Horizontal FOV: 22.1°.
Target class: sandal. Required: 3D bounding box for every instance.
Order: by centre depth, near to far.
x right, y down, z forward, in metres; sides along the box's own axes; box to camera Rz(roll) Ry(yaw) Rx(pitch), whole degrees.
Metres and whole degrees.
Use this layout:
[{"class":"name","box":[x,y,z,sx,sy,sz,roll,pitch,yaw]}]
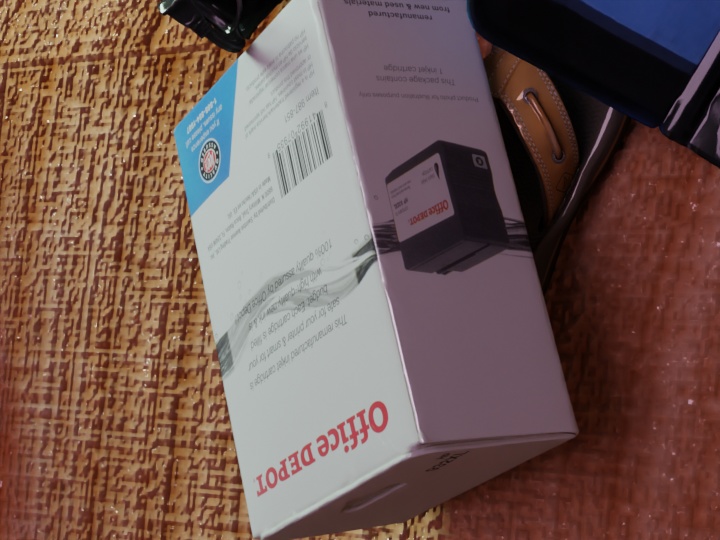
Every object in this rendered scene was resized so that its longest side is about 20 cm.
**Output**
[{"class":"sandal","box":[0.064,-0.056,0.810,0.082,0.055,0.200,31,102,38]}]

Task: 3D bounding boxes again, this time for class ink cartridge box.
[{"class":"ink cartridge box","box":[0.000,0.000,0.790,0.145,0.084,0.201,-37,60,52]}]

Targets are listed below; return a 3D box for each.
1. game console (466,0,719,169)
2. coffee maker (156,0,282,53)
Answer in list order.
[{"class":"game console","box":[0.171,-0.132,0.705,0.171,0.118,0.200,38,106,35]},{"class":"coffee maker","box":[-0.020,-0.210,0.829,0.200,0.135,0.192,-45,49,12]}]
